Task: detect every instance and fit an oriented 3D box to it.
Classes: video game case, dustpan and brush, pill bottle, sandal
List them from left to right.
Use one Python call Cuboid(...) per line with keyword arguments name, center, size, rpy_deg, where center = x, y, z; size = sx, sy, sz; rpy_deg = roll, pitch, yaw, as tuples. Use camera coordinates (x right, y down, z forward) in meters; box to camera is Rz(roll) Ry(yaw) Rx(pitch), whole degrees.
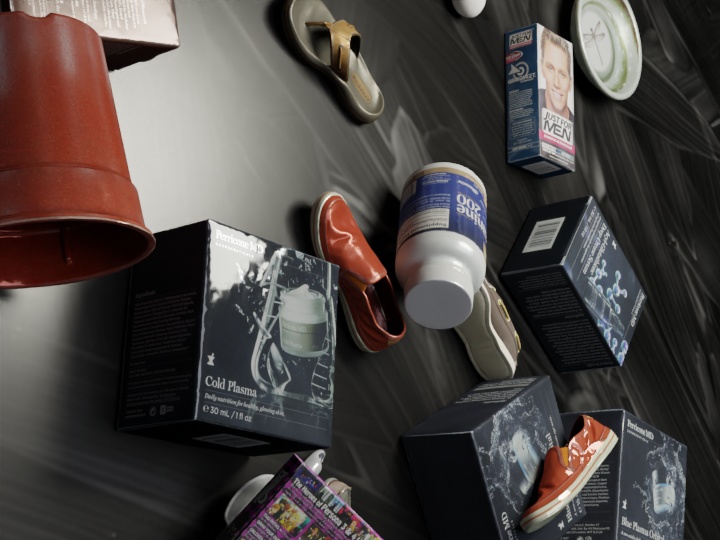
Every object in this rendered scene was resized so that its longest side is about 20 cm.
Cuboid(name="dustpan and brush", center=(-0.082, 0.260, 1.435), size=(0.200, 0.057, 0.141), rpy_deg=(-41, 125, -40))
Cuboid(name="video game case", center=(-0.061, 0.318, 1.351), size=(0.181, 0.036, 0.200), rpy_deg=(-46, 114, -6))
Cuboid(name="sandal", center=(-0.022, -0.260, 1.607), size=(0.201, 0.054, 0.082), rpy_deg=(53, 47, -30))
Cuboid(name="pill bottle", center=(0.099, -0.029, 1.621), size=(0.111, 0.110, 0.201), rpy_deg=(48, 31, -33))

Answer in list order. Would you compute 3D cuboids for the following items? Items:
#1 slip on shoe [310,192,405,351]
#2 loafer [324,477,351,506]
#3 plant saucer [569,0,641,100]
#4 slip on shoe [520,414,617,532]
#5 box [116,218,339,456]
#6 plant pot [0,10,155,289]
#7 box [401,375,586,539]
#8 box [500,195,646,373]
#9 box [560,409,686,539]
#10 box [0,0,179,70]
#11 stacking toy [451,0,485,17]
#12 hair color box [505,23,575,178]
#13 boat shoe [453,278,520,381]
Cuboid(name="slip on shoe", center=(0.000, 0.000, 1.563), size=(0.074, 0.061, 0.202), rpy_deg=(-34, 107, -46))
Cuboid(name="loafer", center=(-0.028, 0.325, 1.420), size=(0.072, 0.062, 0.203), rpy_deg=(-5, 108, -62))
Cuboid(name="plant saucer", center=(0.381, -0.368, 2.121), size=(0.199, 0.050, 0.203), rpy_deg=(14, 72, -47))
Cuboid(name="slip on shoe", center=(0.249, 0.252, 1.645), size=(0.061, 0.074, 0.200), rpy_deg=(41, 51, 7))
Cuboid(name="box", center=(-0.131, 0.075, 1.355), size=(0.199, 0.123, 0.199), rpy_deg=(19, 66, -47))
Cuboid(name="plant pot", center=(-0.289, -0.106, 1.161), size=(0.199, 0.199, 0.198), rpy_deg=(8, 68, -49))
Cuboid(name="box", center=(0.173, 0.262, 1.685), size=(0.199, 0.116, 0.199), rpy_deg=(-26, 102, -48))
Cuboid(name="box", center=(0.309, 0.023, 1.907), size=(0.201, 0.106, 0.149), rpy_deg=(56, 45, -28))
Cuboid(name="box", center=(0.369, 0.325, 1.897), size=(0.196, 0.116, 0.203), rpy_deg=(29, 60, -44))
Cuboid(name="box", center=(-0.278, -0.241, 1.259), size=(0.199, 0.099, 0.076), rpy_deg=(-1, 83, -51))
Cuboid(name="stacking toy", center=(0.131, -0.438, 1.804), size=(0.146, 0.144, 0.202), rpy_deg=(-49, 138, -43))
Cuboid(name="hair color box", center=(0.264, -0.247, 1.946), size=(0.099, 0.060, 0.203), rpy_deg=(15, 70, -48))
Cuboid(name="boat shoe", center=(0.158, 0.054, 1.748), size=(0.201, 0.071, 0.060), rpy_deg=(62, 36, -26))
